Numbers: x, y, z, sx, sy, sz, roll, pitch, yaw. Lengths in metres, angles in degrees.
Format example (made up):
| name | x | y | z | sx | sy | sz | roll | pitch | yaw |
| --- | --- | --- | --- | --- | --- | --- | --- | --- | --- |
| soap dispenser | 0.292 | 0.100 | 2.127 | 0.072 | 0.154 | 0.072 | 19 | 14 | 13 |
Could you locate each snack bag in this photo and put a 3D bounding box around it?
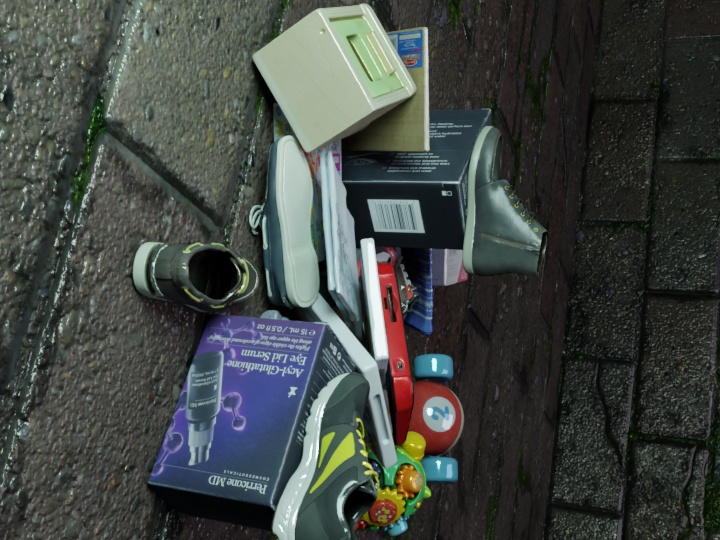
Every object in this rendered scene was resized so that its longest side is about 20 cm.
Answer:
| name | x | y | z | sx | sy | sz | roll | pitch | yaw |
| --- | --- | --- | --- | --- | --- | --- | --- | --- | --- |
| snack bag | -0.019 | -0.023 | 1.118 | 0.200 | 0.021 | 0.190 | 68 | 15 | -65 |

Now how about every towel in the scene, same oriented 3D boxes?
| name | x | y | z | sx | sy | sz | roll | pitch | yaw |
| --- | --- | --- | --- | --- | --- | --- | --- | --- | --- |
| towel | 0.082 | -0.006 | 1.445 | 0.145 | 0.024 | 0.202 | -156 | -117 | -71 |

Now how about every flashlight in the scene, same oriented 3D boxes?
| name | x | y | z | sx | sy | sz | roll | pitch | yaw |
| --- | --- | --- | --- | --- | --- | --- | --- | --- | --- |
| flashlight | 0.000 | 0.000 | 1.291 | 0.200 | 0.067 | 0.069 | -43 | 133 | -61 |

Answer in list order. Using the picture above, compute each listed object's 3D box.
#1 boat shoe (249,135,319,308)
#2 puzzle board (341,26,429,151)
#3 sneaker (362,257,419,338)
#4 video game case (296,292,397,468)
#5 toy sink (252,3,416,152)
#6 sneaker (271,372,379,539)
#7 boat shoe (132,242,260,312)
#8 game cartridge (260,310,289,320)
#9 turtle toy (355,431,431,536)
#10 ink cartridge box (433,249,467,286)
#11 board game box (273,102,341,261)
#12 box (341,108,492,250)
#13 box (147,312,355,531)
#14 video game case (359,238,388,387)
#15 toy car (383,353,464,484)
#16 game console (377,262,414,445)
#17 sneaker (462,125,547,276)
| name | x | y | z | sx | sy | sz | roll | pitch | yaw |
| --- | --- | --- | --- | --- | --- | --- | --- | --- | --- |
| boat shoe | -0.091 | -0.056 | 1.064 | 0.075 | 0.061 | 0.202 | -24 | 110 | -54 |
| puzzle board | 0.029 | -0.235 | 1.190 | 0.017 | 0.199 | 0.152 | -6 | 100 | -34 |
| sneaker | 0.059 | 0.021 | 1.414 | 0.077 | 0.081 | 0.202 | 22 | 73 | -66 |
| video game case | -0.022 | 0.121 | 1.115 | 0.023 | 0.200 | 0.183 | -26 | 133 | -16 |
| toy sink | -0.017 | -0.241 | 1.096 | 0.131 | 0.111 | 0.200 | 60 | 27 | -4 |
| sneaker | -0.015 | 0.192 | 0.874 | 0.075 | 0.084 | 0.201 | 66 | 35 | -48 |
| boat shoe | -0.152 | 0.008 | 0.929 | 0.201 | 0.060 | 0.073 | 7 | 86 | -67 |
| game cartridge | -0.108 | 0.167 | 1.088 | 0.133 | 0.041 | 0.202 | 53 | 45 | -52 |
| turtle toy | 0.002 | 0.292 | 1.206 | 0.101 | 0.198 | 0.147 | -105 | -153 | -64 |
| ink cartridge box | 0.139 | -0.079 | 1.596 | 0.146 | 0.082 | 0.202 | -9 | 101 | -67 |
| board game box | -0.065 | -0.112 | 1.159 | 0.134 | 0.034 | 0.202 | -21 | 112 | -66 |
| box | 0.079 | -0.135 | 1.297 | 0.201 | 0.195 | 0.118 | -63 | 148 | -45 |
| box | -0.108 | 0.159 | 0.942 | 0.105 | 0.147 | 0.202 | 60 | 38 | -52 |
| video game case | 0.015 | 0.062 | 1.108 | 0.200 | 0.017 | 0.144 | 92 | -9 | -72 |
| toy car | 0.035 | 0.210 | 1.294 | 0.199 | 0.176 | 0.186 | 24 | 59 | -53 |
| game console | 0.038 | 0.107 | 1.165 | 0.177 | 0.031 | 0.202 | 94 | -10 | -62 |
| sneaker | 0.201 | -0.091 | 1.202 | 0.075 | 0.105 | 0.202 | 6 | 88 | -69 |
